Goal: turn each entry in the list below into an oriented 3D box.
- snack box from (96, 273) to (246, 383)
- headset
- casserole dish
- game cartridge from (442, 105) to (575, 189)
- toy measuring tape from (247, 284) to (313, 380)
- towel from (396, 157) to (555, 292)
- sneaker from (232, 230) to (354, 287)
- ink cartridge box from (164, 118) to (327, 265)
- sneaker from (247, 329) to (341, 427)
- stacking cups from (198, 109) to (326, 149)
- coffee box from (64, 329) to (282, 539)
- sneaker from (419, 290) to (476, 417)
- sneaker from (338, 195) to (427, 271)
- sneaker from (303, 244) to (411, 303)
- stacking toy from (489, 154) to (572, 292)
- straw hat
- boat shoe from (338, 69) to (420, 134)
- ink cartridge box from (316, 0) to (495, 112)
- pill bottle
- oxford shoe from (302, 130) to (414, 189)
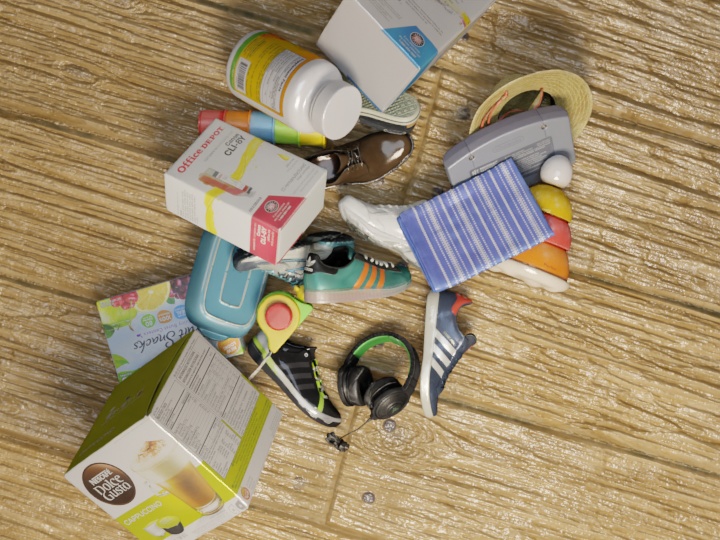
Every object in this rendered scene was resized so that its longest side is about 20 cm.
[{"bbox_3d":[-0.294,0.087,1.580,0.199,0.053,0.143,-16,95,0],"label":"snack box"},{"bbox_3d":[0.009,0.184,1.547,0.123,0.094,0.201,18,75,34],"label":"headset"},{"bbox_3d":[-0.195,0.009,1.544,0.121,0.039,0.201,21,73,-28],"label":"casserole dish"},{"bbox_3d":[0.227,-0.174,1.539,0.199,0.134,0.041,-23,54,2],"label":"game cartridge"},{"bbox_3d":[-0.148,0.094,1.529,0.073,0.074,0.200,41,94,-2],"label":"toy measuring tape"},{"bbox_3d":[0.167,-0.068,1.493,0.199,0.024,0.145,-26,65,4],"label":"towel"},{"bbox_3d":[-0.098,-0.005,1.542,0.199,0.078,0.087,-6,106,-25],"label":"sneaker"},{"bbox_3d":[-0.170,-0.119,1.491,0.199,0.084,0.145,26,53,13],"label":"ink cartridge box"},{"bbox_3d":[-0.089,0.158,1.577,0.083,0.072,0.200,-45,93,0],"label":"sneaker"},{"bbox_3d":[-0.151,-0.223,1.561,0.198,0.061,0.061,3,93,-1],"label":"stacking cups"},{"bbox_3d":[-0.266,0.249,1.461,0.199,0.200,0.198,-35,110,29],"label":"coffee box"},{"bbox_3d":[0.138,0.132,1.576,0.084,0.075,0.202,5,93,3],"label":"sneaker"},{"bbox_3d":[0.061,-0.075,1.574,0.199,0.078,0.100,29,84,-10],"label":"sneaker"},{"bbox_3d":[0.000,0.000,1.529,0.199,0.071,0.081,-8,101,-40],"label":"sneaker"},{"bbox_3d":[0.278,-0.078,1.535,0.145,0.146,0.201,21,90,-2],"label":"stacking toy"},{"bbox_3d":[0.248,-0.256,1.550,0.200,0.202,0.085,-22,50,0],"label":"straw hat"},{"bbox_3d":[-0.001,-0.260,1.559,0.199,0.062,0.075,20,68,13],"label":"boat shoe"},{"bbox_3d":[0.068,-0.367,1.478,0.147,0.146,0.200,46,62,-2],"label":"ink cartridge box"},{"bbox_3d":[-0.096,-0.271,1.492,0.199,0.111,0.112,33,93,31],"label":"pill bottle"},{"bbox_3d":[-0.010,-0.166,1.556,0.199,0.084,0.073,-21,91,-1],"label":"oxford shoe"}]
